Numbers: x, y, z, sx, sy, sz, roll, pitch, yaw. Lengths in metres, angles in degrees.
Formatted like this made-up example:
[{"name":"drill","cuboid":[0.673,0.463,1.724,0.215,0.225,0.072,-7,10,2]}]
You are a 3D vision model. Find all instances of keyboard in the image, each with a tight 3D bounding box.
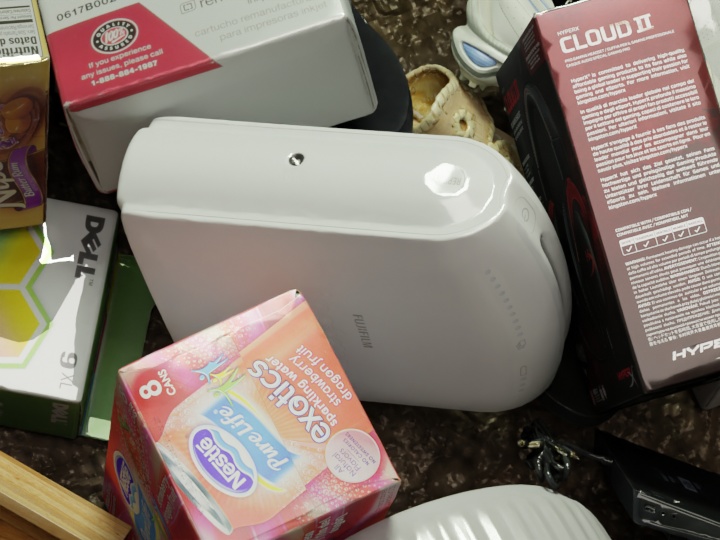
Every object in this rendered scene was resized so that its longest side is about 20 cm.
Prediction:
[{"name":"keyboard","cuboid":[0.129,0.101,1.304,0.127,0.200,0.021,21,94,-1]}]

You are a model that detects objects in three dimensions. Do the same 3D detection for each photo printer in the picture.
[{"name":"photo printer","cuboid":[0.000,0.000,1.306,0.199,0.167,0.070,5,57,16]}]

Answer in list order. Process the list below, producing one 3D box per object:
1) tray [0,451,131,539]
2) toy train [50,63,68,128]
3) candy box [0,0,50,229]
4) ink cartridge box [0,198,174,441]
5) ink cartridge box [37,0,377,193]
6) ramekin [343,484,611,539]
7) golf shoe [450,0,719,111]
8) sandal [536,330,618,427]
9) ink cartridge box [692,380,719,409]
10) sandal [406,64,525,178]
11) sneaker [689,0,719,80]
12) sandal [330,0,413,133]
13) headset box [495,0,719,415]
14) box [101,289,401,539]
[{"name":"tray","cuboid":[-0.217,0.115,1.303,0.200,0.099,0.037,29,25,3]},{"name":"toy train","cuboid":[-0.147,-0.167,1.452,0.046,0.034,0.201,-1,70,5]},{"name":"candy box","cuboid":[-0.194,-0.130,1.352,0.056,0.117,0.200,-5,51,-12]},{"name":"ink cartridge box","cuboid":[-0.175,0.019,1.361,0.199,0.059,0.104,11,67,-4]},{"name":"ink cartridge box","cuboid":[-0.089,-0.155,1.357,0.147,0.086,0.201,-18,59,1]},{"name":"ramekin","cuboid":[0.043,0.183,1.261,0.199,0.200,0.105,-17,63,-13]},{"name":"golf shoe","cuboid":[0.149,-0.103,1.398,0.199,0.097,0.078,26,27,-3]},{"name":"sandal","cuboid":[0.126,-0.012,1.400,0.075,0.045,0.200,25,57,-7]},{"name":"ink cartridge box","cuboid":[0.272,-0.002,1.366,0.199,0.176,0.045,-17,73,-14]},{"name":"sandal","cuboid":[0.024,-0.077,1.418,0.211,0.070,0.078,34,69,6]},{"name":"sneaker","cuboid":[0.173,-0.184,1.459,0.115,0.074,0.201,16,86,0]},{"name":"sandal","cuboid":[-0.033,-0.129,1.406,0.076,0.043,0.200,-25,56,-1]},{"name":"headset box","cuboid":[0.127,-0.041,1.291,0.075,0.149,0.201,-15,85,-6]},{"name":"box","cuboid":[-0.056,0.101,1.271,0.094,0.200,0.103,-23,74,-15]}]
